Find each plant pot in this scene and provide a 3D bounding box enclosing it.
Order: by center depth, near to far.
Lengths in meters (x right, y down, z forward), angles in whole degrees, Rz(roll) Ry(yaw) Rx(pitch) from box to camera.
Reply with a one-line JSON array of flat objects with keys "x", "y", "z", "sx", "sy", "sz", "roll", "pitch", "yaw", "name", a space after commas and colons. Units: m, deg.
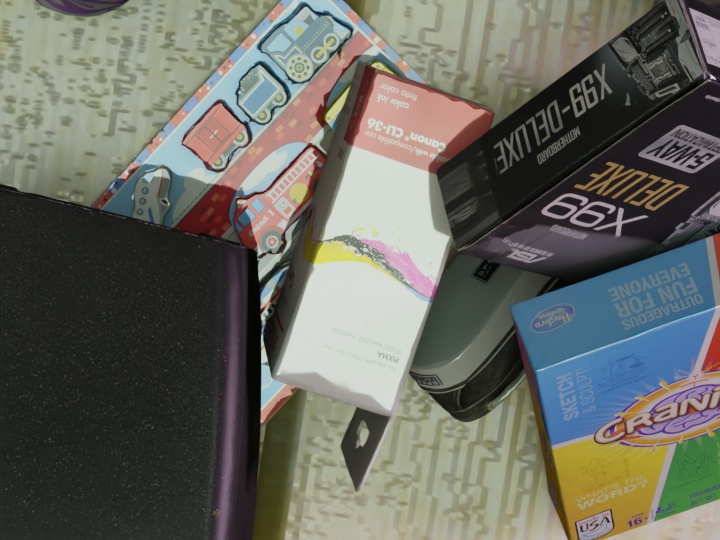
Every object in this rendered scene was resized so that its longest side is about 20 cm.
[{"x": -0.140, "y": 0.058, "z": 1.019, "sx": 0.198, "sy": 0.200, "sz": 0.179, "roll": 13, "pitch": 90, "yaw": 1, "name": "plant pot"}]

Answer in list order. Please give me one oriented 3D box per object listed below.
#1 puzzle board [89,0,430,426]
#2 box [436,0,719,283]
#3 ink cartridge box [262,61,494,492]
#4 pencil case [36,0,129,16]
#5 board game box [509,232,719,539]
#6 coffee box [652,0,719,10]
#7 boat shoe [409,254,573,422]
[{"x": -0.041, "y": -0.037, "z": 1.104, "sx": 0.151, "sy": 0.017, "sz": 0.200, "roll": 43, "pitch": 94, "yaw": -6, "name": "puzzle board"}, {"x": 0.160, "y": -0.048, "z": 0.977, "sx": 0.157, "sy": 0.199, "sz": 0.050, "roll": -35, "pitch": 56, "yaw": 35, "name": "box"}, {"x": 0.000, "y": 0.000, "z": 1.044, "sx": 0.067, "sy": 0.116, "sz": 0.202, "roll": 18, "pitch": 95, "yaw": -6, "name": "ink cartridge box"}, {"x": -0.138, "y": -0.170, "z": 0.995, "sx": 0.085, "sy": 0.200, "sz": 0.085, "roll": -19, "pitch": 91, "yaw": -6, "name": "pencil case"}, {"x": 0.163, "y": 0.060, "z": 1.044, "sx": 0.152, "sy": 0.201, "sz": 0.041, "roll": -19, "pitch": 56, "yaw": 0, "name": "board game box"}, {"x": 0.279, "y": -0.192, "z": 1.008, "sx": 0.198, "sy": 0.200, "sz": 0.199, "roll": 18, "pitch": 95, "yaw": -4, "name": "coffee box"}, {"x": 0.103, "y": -0.007, "z": 1.094, "sx": 0.200, "sy": 0.071, "sz": 0.064, "roll": -47, "pitch": 129, "yaw": -5, "name": "boat shoe"}]
